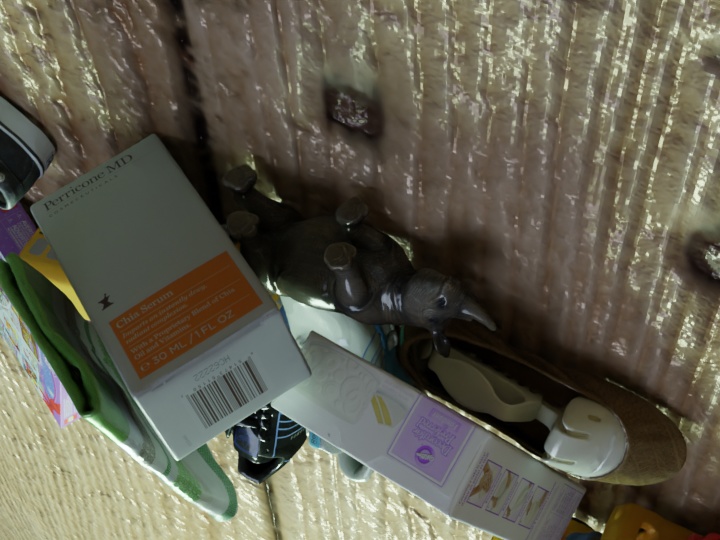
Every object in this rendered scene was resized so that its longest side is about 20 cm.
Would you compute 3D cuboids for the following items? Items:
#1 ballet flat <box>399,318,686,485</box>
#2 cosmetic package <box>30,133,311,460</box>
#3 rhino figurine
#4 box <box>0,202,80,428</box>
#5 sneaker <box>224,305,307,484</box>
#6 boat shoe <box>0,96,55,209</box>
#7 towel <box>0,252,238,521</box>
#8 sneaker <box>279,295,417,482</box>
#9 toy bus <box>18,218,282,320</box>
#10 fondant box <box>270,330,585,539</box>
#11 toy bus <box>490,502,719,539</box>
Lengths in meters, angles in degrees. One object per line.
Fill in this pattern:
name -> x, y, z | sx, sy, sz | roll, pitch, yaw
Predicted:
ballet flat -> 0.108, 0.085, 0.871 | 0.199, 0.072, 0.068 | 30, 108, 12
cosmetic package -> -0.123, 0.011, 0.873 | 0.200, 0.101, 0.071 | 50, 169, 43
rhino figurine -> 0.000, 0.000, 0.860 | 0.199, 0.060, 0.088 | 21, 155, 29
box -> -0.275, 0.038, 1.175 | 0.137, 0.039, 0.200 | 54, 156, 15
sneaker -> -0.071, 0.100, 1.079 | 0.070, 0.078, 0.200 | 24, 151, 17
boat shoe -> -0.319, -0.118, 0.992 | 0.199, 0.068, 0.074 | 40, 151, -13
towel -> -0.153, 0.078, 0.900 | 0.149, 0.031, 0.200 | 48, 176, 33
sneaker -> -0.014, 0.082, 0.985 | 0.075, 0.087, 0.201 | 12, 145, 36
toy bus -> -0.152, 0.002, 1.004 | 0.199, 0.079, 0.065 | 12, 146, 34
fondant box -> 0.051, 0.118, 0.909 | 0.144, 0.058, 0.200 | 28, 177, 31
toy bus -> 0.195, 0.232, 0.969 | 0.199, 0.136, 0.192 | 27, 141, 0
